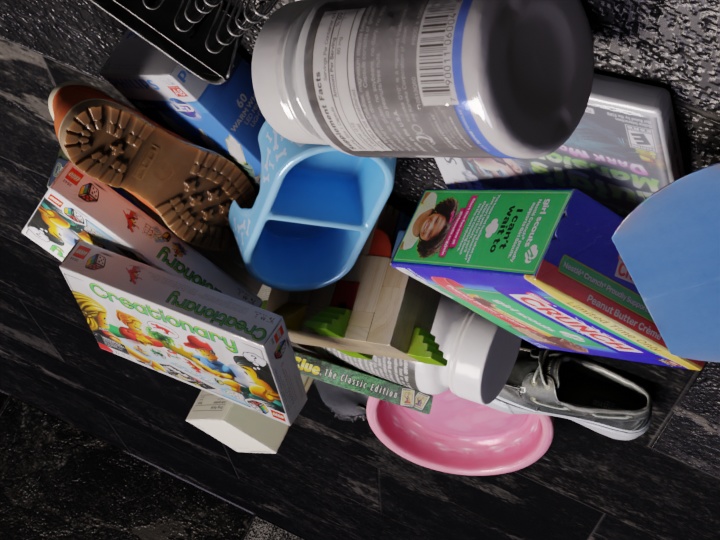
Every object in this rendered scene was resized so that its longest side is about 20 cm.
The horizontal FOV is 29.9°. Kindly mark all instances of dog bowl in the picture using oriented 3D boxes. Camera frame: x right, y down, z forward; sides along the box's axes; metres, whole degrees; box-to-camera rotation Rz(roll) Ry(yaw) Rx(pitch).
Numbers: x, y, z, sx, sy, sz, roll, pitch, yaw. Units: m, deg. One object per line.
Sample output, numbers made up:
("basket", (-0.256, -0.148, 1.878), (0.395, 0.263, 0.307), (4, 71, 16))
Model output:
("dog bowl", (-0.154, -0.059, 1.250), (0.200, 0.059, 0.200), (40, 179, 1))
("dog bowl", (-0.037, -0.055, 1.070), (0.111, 0.050, 0.200), (7, 139, -19))

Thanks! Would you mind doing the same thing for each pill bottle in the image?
("pill bottle", (0.044, 0.050, 1.268), (0.200, 0.114, 0.114), (19, 159, 23))
("pill bottle", (0.032, -0.126, 0.833), (0.200, 0.114, 0.114), (6, 151, 44))

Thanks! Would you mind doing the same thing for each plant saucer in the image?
("plant saucer", (0.108, 0.147, 1.441), (0.200, 0.051, 0.201), (7, 140, 6))

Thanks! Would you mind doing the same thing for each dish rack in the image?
("dish rack", (-0.117, -0.212, 0.913), (0.153, 0.055, 0.200), (33, 160, -18))

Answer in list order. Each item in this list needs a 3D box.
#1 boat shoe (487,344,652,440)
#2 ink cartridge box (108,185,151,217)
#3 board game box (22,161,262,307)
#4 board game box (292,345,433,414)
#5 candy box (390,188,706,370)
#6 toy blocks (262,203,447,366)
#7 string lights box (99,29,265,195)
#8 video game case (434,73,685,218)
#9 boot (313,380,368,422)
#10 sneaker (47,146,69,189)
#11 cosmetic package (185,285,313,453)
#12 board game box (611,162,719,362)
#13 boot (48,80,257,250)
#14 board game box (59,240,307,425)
("boat shoe", (0.188, 0.103, 1.301), (0.200, 0.072, 0.071), (14, 150, 8))
("ink cartridge box", (-0.207, -0.042, 1.320), (0.095, 0.037, 0.200), (42, -178, 14))
("board game box", (-0.192, -0.004, 1.170), (0.200, 0.035, 0.126), (37, 153, -10))
("board game box", (-0.035, 0.095, 1.308), (0.200, 0.023, 0.105), (19, -179, -14))
("candy box", (0.148, 0.004, 1.016), (0.169, 0.077, 0.200), (28, 168, -26))
("toy blocks", (0.000, 0.000, 1.180), (0.200, 0.137, 0.100), (6, 164, 40))
("string lights box", (-0.108, -0.122, 1.117), (0.103, 0.059, 0.200), (10, 154, 47))
("video game case", (0.130, -0.087, 0.947), (0.200, 0.023, 0.182), (17, 158, 27))
("boot", (0.004, 0.130, 1.575), (0.168, 0.076, 0.200), (6, 157, 39))
("sneaker", (-0.268, -0.072, 1.406), (0.067, 0.090, 0.200), (19, 159, 23))
("cosmetic package", (-0.092, 0.087, 1.408), (0.073, 0.200, 0.104), (34, 161, -22))
("board game box", (0.260, -0.017, 0.888), (0.158, 0.039, 0.200), (-18, 135, 20))
("boot", (-0.170, -0.091, 1.113), (0.200, 0.075, 0.107), (35, -177, -36))
("board game box", (-0.146, 0.052, 1.123), (0.200, 0.035, 0.126), (19, 149, 22))
